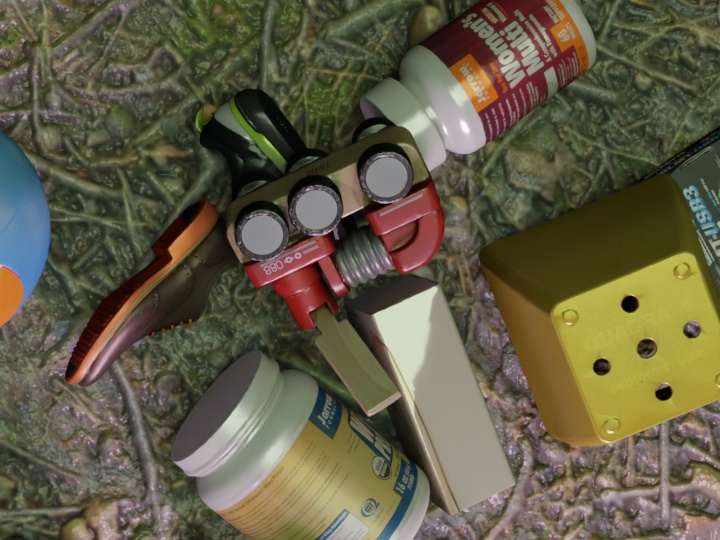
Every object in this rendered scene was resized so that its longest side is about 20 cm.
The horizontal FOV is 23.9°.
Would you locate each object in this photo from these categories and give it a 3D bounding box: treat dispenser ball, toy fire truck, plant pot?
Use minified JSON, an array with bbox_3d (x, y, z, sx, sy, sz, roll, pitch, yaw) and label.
[{"bbox_3d":[-0.352,-0.034,1.373,0.200,0.201,0.202,-1,96,-15],"label":"treat dispenser ball"},{"bbox_3d":[0.000,0.000,1.450,0.175,0.129,0.201,-25,113,5],"label":"toy fire truck"},{"bbox_3d":[0.241,0.051,1.535,0.199,0.176,0.201,-22,102,2],"label":"plant pot"}]

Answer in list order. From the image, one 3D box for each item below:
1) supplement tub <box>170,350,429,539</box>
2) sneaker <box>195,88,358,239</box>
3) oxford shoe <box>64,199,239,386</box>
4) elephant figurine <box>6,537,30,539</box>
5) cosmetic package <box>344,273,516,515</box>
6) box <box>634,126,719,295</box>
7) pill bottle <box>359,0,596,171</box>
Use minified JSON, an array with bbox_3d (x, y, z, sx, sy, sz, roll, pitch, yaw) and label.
[{"bbox_3d":[-0.053,0.180,1.504,0.200,0.145,0.145,41,84,-16],"label":"supplement tub"},{"bbox_3d":[-0.074,-0.071,1.527,0.083,0.072,0.200,-32,102,14],"label":"sneaker"},{"bbox_3d":[-0.178,0.034,1.496,0.073,0.071,0.200,44,83,-20],"label":"oxford shoe"},{"bbox_3d":[-0.311,0.296,1.461,0.199,0.142,0.156,27,58,-1],"label":"elephant figurine"},{"bbox_3d":[0.063,0.111,1.552,0.073,0.104,0.201,-25,100,-11],"label":"cosmetic package"},{"bbox_3d":[0.397,-0.052,1.656,0.198,0.050,0.200,-33,101,-8],"label":"box"},{"bbox_3d":[0.105,-0.175,1.533,0.200,0.110,0.110,-36,103,-10],"label":"pill bottle"}]
